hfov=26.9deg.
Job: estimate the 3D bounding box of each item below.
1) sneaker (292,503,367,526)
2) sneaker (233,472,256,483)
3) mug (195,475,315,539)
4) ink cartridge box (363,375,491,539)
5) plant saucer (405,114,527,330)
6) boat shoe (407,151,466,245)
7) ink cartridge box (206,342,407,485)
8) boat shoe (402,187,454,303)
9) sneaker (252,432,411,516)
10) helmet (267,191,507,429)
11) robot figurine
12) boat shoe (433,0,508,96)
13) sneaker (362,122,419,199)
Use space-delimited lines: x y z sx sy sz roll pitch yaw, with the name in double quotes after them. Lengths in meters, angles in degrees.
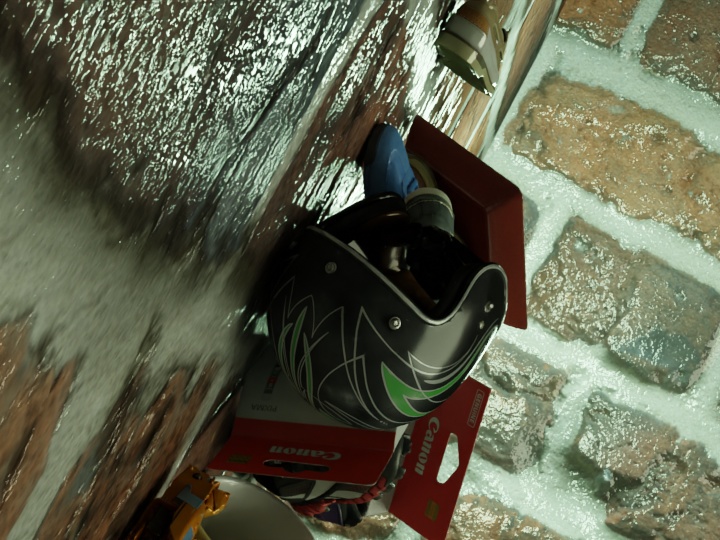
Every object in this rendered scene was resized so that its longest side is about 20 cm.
-0.007 0.182 1.637 0.076 0.087 0.201 -38 144 -66 "sneaker"
-0.109 0.189 1.597 0.080 0.070 0.200 -51 166 -16 "sneaker"
-0.150 0.306 1.463 0.186 0.149 0.154 3 128 -55 "mug"
0.043 0.181 1.657 0.045 0.176 0.201 -2 114 -44 "ink cartridge box"
0.113 -0.049 1.708 0.037 0.200 0.201 -26 132 -23 "plant saucer"
0.067 -0.029 1.666 0.072 0.201 0.067 -8 -157 46 "boat shoe"
-0.038 0.125 1.389 0.200 0.161 0.051 -50 141 -65 "ink cartridge box"
0.056 0.022 1.435 0.062 0.072 0.201 -100 -167 -59 "boat shoe"
-0.034 0.184 1.454 0.200 0.098 0.071 -26 -137 50 "sneaker"
0.012 0.041 1.301 0.190 0.200 0.201 -29 156 -34 "helmet"
-0.178 0.256 1.225 0.200 0.058 0.146 -57 172 -52 "robot figurine"
0.127 -0.240 1.619 0.069 0.075 0.200 -57 174 1 "boat shoe"
0.050 -0.049 1.475 0.066 0.078 0.201 -45 134 -54 "sneaker"
